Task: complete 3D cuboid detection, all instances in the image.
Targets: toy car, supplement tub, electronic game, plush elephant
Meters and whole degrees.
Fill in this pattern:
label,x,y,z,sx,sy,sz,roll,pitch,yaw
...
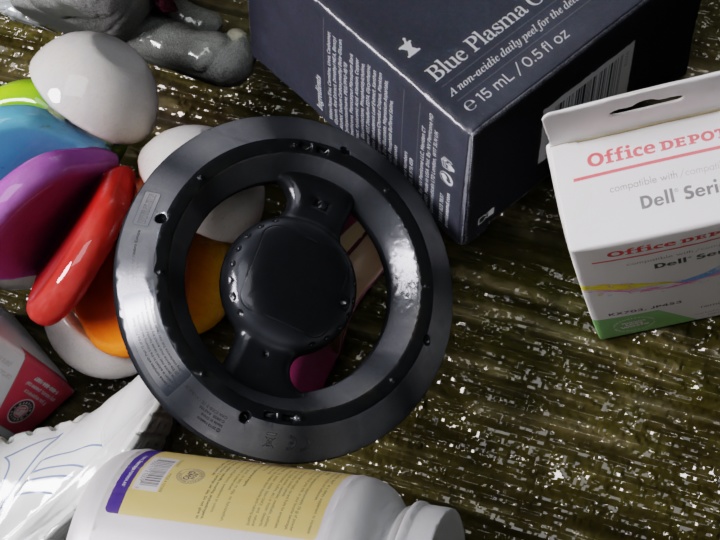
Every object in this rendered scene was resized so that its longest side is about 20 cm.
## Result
label,x,y,z,sx,sy,sz,roll,pitch,yaw
toy car,-0.171,-0.030,1.078,0.200,0.150,0.175,42,116,8
supplement tub,-0.052,0.181,1.008,0.199,0.145,0.146,6,72,16
electronic game,-0.041,0.009,1.027,0.199,0.042,0.201,5,75,-19
plush elephant,-0.150,-0.222,1.159,0.200,0.164,0.155,17,85,46

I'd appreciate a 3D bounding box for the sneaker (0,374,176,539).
label,x,y,z,sx,sy,sz,roll,pitch,yaw
sneaker,-0.192,0.126,1.097,0.200,0.075,0.087,-44,75,-5

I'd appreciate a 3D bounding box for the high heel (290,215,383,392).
label,x,y,z,sx,sy,sz,roll,pitch,yaw
high heel,0.000,0.000,1.099,0.096,0.067,0.201,0,67,25

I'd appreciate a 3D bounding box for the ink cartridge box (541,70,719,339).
label,x,y,z,sx,sy,sz,roll,pitch,yaw
ink cartridge box,0.170,-0.031,0.998,0.117,0.200,0.068,-13,68,10

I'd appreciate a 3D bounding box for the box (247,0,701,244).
label,x,y,z,sx,sy,sz,roll,pitch,yaw
box,0.066,-0.160,1.091,0.196,0.118,0.200,-38,65,-20

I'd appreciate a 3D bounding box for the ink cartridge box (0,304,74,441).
label,x,y,z,sx,sy,sz,roll,pitch,yaw
ink cartridge box,-0.293,0.093,1.100,0.200,0.148,0.086,-45,65,-3
